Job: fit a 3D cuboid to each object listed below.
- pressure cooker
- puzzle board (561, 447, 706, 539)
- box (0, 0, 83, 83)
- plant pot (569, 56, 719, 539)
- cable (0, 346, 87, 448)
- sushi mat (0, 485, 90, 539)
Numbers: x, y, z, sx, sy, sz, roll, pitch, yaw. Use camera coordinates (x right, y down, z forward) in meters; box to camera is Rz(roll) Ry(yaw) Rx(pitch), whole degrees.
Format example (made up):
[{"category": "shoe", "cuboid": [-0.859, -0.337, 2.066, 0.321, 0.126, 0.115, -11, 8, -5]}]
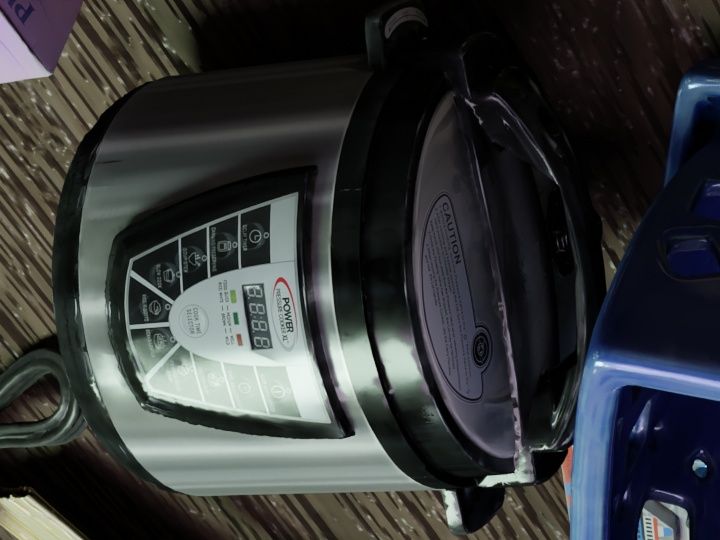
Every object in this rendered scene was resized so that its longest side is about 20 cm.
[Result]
[{"category": "pressure cooker", "cuboid": [0.001, -0.002, 1.079, 0.199, 0.179, 0.176, -3, 147, 27]}, {"category": "puzzle board", "cuboid": [0.177, 0.148, 1.338, 0.150, 0.017, 0.200, 5, 142, 14]}, {"category": "box", "cuboid": [-0.225, -0.153, 1.034, 0.199, 0.097, 0.176, -6, 138, 28]}, {"category": "plant pot", "cuboid": [0.191, 0.039, 1.053, 0.199, 0.180, 0.200, 10, 143, 8]}, {"category": "cable", "cuboid": [-0.192, 0.089, 1.380, 0.050, 0.097, 0.200, 9, 136, -47]}, {"category": "sushi mat", "cuboid": [-0.118, 0.175, 1.438, 0.200, 0.012, 0.096, 42, 159, -18]}]
